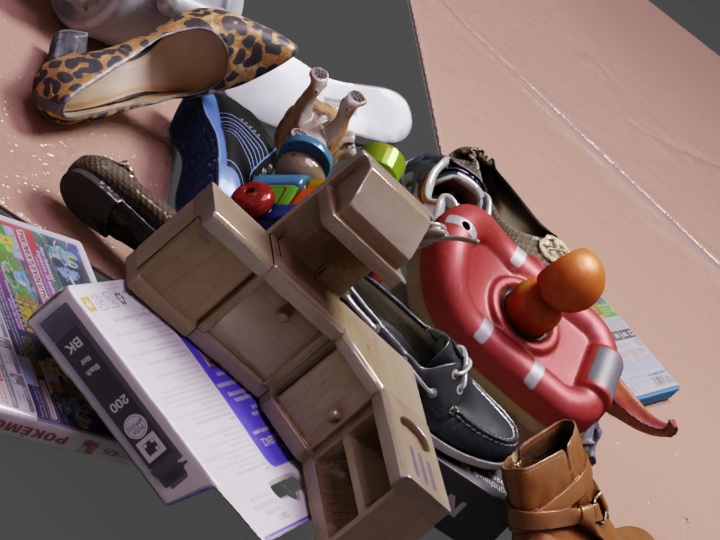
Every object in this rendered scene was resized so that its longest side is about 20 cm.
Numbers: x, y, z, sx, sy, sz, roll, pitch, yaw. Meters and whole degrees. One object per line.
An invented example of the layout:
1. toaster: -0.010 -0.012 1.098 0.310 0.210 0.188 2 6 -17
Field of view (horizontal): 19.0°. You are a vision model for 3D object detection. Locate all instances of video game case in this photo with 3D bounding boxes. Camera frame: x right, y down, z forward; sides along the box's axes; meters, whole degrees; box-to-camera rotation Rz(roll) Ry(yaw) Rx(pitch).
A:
1. video game case: -0.226 0.031 1.362 0.182 0.023 0.200 20 31 -42
2. video game case: 0.207 0.047 2.026 0.200 0.018 0.143 51 25 18

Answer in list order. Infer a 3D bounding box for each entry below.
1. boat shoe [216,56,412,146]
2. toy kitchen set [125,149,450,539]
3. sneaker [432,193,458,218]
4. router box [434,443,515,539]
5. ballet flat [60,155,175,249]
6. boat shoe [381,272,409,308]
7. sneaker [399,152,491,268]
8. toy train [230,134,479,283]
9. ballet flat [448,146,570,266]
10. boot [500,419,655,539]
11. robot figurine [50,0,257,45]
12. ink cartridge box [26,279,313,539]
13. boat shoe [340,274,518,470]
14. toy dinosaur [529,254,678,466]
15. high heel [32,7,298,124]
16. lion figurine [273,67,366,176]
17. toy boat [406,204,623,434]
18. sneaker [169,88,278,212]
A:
1. boat shoe: -0.049 -0.145 1.900 0.200 0.057 0.069 14 76 -30
2. toy kitchen set: -0.018 0.043 1.347 0.200 0.163 0.181 42 16 -26
3. sneaker: 0.077 0.017 1.753 0.075 0.089 0.200 -8 39 -4
4. router box: 0.025 0.101 1.601 0.200 0.052 0.157 34 25 -19
5. ballet flat: -0.126 -0.013 1.523 0.200 0.067 0.046 40 47 7
6. boat shoe: 0.000 0.000 1.745 0.067 0.057 0.200 35 18 -31
7. sneaker: 0.078 -0.065 1.939 0.078 0.079 0.200 36 23 -14
8. toy train: 0.008 -0.051 1.585 0.116 0.200 0.085 -65 147 -46
9. ballet flat: 0.141 -0.056 2.024 0.067 0.046 0.200 13 27 -41
10. boot: 0.165 0.181 1.575 0.200 0.074 0.155 -35 112 -63
11. robot figurine: -0.176 -0.236 1.779 0.200 0.113 0.170 16 16 -47
12. ink cartridge box: -0.103 0.092 1.380 0.200 0.043 0.198 51 14 9
13. boat shoe: 0.043 0.069 1.540 0.200 0.060 0.076 34 25 -19
14. toy dinosaur: 0.180 0.068 1.797 0.105 0.200 0.182 34 52 -58
15. high heel: -0.147 -0.146 1.642 0.200 0.072 0.143 -2 26 -1
16. lion figurine: -0.046 -0.083 1.768 0.072 0.123 0.200 28 41 -4
17. toy boat: 0.135 0.025 1.649 0.200 0.131 0.131 40 40 -11
18. sneaker: -0.100 -0.079 1.689 0.078 0.070 0.200 24 27 -22
